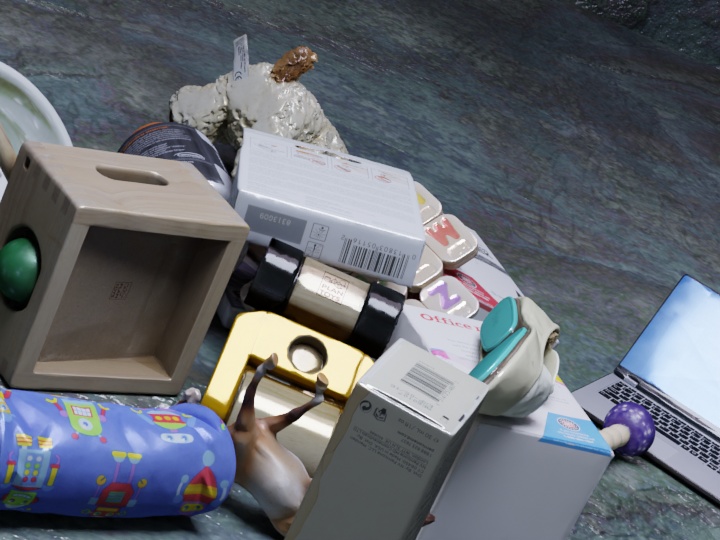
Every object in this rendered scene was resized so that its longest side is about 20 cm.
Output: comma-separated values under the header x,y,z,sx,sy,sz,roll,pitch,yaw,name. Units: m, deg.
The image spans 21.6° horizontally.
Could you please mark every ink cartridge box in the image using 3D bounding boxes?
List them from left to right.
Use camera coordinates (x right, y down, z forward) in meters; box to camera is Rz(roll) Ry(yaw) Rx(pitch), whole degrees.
x,y,z,sx,sy,sz,roll,pitch,yaw,name
-0.031,-0.058,1.602,0.159,0.047,0.200,15,18,-7,ink cartridge box
0.074,0.017,1.761,0.144,0.084,0.200,27,18,-36,ink cartridge box
0.084,0.126,1.499,0.128,0.126,0.200,14,24,-27,ink cartridge box

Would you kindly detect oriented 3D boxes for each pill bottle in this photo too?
x,y,z,sx,sy,sz,roll,pitch,yaw,name
-0.166,-0.068,1.688,0.106,0.107,0.200,16,19,-21,pill bottle

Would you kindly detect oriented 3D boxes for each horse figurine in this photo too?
x,y,z,sx,sy,sz,roll,pitch,yaw,name
-0.043,0.142,1.351,0.200,0.133,0.050,42,30,-7,horse figurine

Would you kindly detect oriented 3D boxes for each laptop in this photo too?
x,y,z,sx,sy,sz,roll,pitch,yaw,name
0.332,0.111,1.826,0.187,0.116,0.200,33,22,22,laptop

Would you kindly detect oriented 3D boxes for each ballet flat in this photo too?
x,y,z,sx,sy,sz,roll,pitch,yaw,name
0.119,0.072,1.414,0.069,0.070,0.200,26,21,2,ballet flat

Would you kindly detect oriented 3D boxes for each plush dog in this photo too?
x,y,z,sx,sy,sz,roll,pitch,yaw,name
-0.077,-0.138,1.960,0.200,0.161,0.172,41,0,33,plush dog

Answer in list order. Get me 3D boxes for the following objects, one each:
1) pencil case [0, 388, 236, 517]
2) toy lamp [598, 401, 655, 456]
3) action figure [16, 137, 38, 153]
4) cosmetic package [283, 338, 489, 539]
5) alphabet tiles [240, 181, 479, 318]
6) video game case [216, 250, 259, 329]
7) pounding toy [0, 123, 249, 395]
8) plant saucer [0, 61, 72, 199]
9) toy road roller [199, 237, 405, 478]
x,y,z,sx,sy,sz,roll,pitch,yaw,name
-0.180,0.122,1.278,0.199,0.078,0.087,7,44,-39,pencil case
0.200,0.157,1.655,0.058,0.058,0.200,34,23,23,toy lamp
-0.314,-0.130,1.655,0.200,0.069,0.130,52,-23,-14,action figure
0.004,0.156,1.235,0.073,0.201,0.104,29,20,9,cosmetic package
0.000,0.000,1.640,0.200,0.015,0.196,-33,58,-19,alphabet tiles
-0.055,0.020,1.741,0.199,0.023,0.182,14,23,-26,video game case
-0.217,-0.024,1.436,0.199,0.185,0.142,6,28,-40,pounding toy
-0.321,-0.076,1.536,0.200,0.050,0.201,18,65,-42,plant saucer
-0.054,0.088,1.488,0.122,0.146,0.201,23,58,-3,toy road roller
